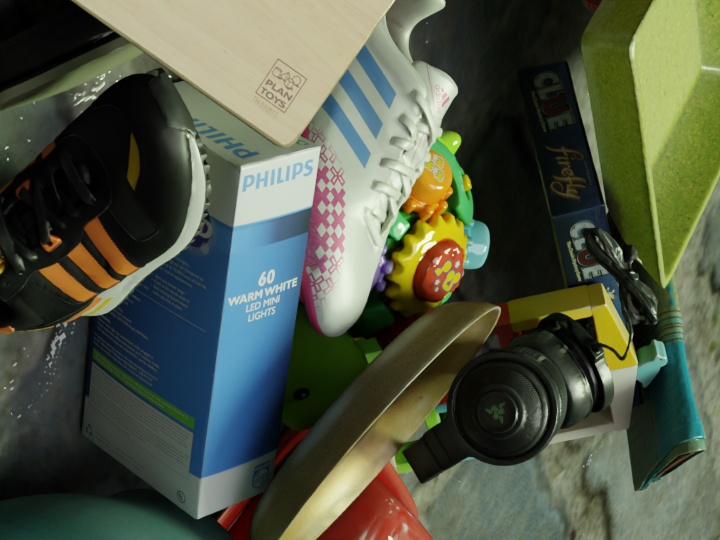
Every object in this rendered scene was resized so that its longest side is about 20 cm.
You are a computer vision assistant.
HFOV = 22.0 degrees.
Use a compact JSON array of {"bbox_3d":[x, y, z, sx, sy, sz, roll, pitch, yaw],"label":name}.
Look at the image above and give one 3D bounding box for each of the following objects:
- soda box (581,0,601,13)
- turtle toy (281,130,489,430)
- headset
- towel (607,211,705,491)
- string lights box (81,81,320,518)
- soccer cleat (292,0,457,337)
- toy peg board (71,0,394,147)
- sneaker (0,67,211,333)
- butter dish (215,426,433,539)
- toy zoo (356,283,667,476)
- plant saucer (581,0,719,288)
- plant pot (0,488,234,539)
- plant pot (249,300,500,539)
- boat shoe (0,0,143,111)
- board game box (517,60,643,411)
[{"bbox_3d":[0.147,-0.227,1.131,0.070,0.063,0.200,-58,146,-8],"label":"soda box"},{"bbox_3d":[0.000,0.000,1.065,0.200,0.101,0.146,-52,144,-10],"label":"turtle toy"},{"bbox_3d":[0.098,0.056,1.096,0.200,0.094,0.123,-37,173,40],"label":"headset"},{"bbox_3d":[0.197,0.039,1.261,0.147,0.022,0.201,105,-20,-73],"label":"towel"},{"bbox_3d":[-0.087,0.015,0.964,0.059,0.103,0.201,-16,126,-43],"label":"string lights box"},{"bbox_3d":[0.007,-0.066,0.977,0.070,0.086,0.202,41,49,-73],"label":"soccer cleat"},{"bbox_3d":[-0.064,-0.197,0.818,0.200,0.098,0.200,34,93,-28],"label":"toy peg board"},{"bbox_3d":[-0.137,-0.019,0.843,0.090,0.070,0.200,-21,167,-33],"label":"sneaker"},{"bbox_3d":[-0.009,0.214,1.159,0.200,0.147,0.200,-50,144,-15],"label":"butter dish"},{"bbox_3d":[0.098,0.070,1.195,0.199,0.021,0.132,-12,137,7],"label":"toy zoo"},{"bbox_3d":[0.188,-0.129,1.122,0.200,0.048,0.201,-58,148,-34],"label":"plant saucer"},{"bbox_3d":[-0.148,0.202,0.949,0.188,0.199,0.201,-21,130,-61],"label":"plant pot"},{"bbox_3d":[0.003,0.088,1.024,0.200,0.027,0.200,-48,171,-10],"label":"plant pot"},{"bbox_3d":[-0.098,-0.141,0.886,0.201,0.074,0.063,-33,98,-19],"label":"boat shoe"},{"bbox_3d":[0.146,-0.019,1.220,0.034,0.136,0.201,-13,137,6],"label":"board game box"}]
